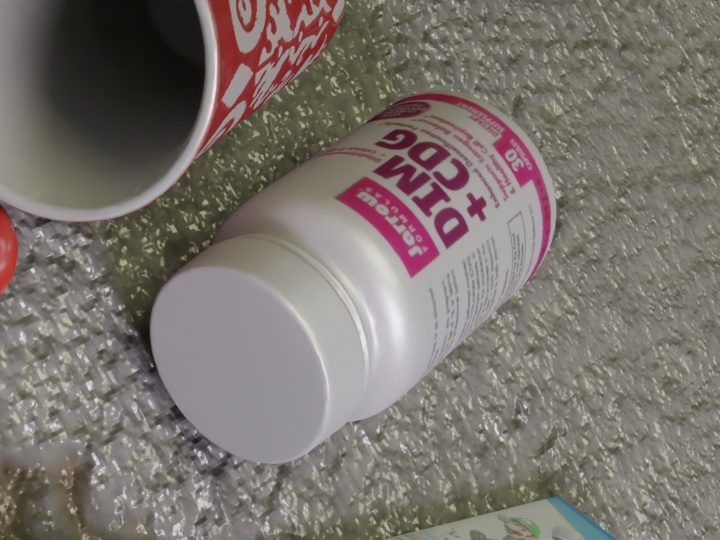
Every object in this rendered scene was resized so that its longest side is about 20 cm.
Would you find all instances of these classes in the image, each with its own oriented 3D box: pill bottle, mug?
[{"bbox_3d":[0.000,0.000,0.766,0.114,0.113,0.200,56,42,-4],"label":"pill bottle"},{"bbox_3d":[-0.101,-0.127,0.709,0.177,0.134,0.200,41,25,2],"label":"mug"}]

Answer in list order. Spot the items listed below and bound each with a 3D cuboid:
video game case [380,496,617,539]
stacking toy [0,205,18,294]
[{"bbox_3d":[0.080,0.163,0.762,0.200,0.018,0.143,-4,31,-46],"label":"video game case"},{"bbox_3d":[-0.215,-0.041,0.615,0.200,0.085,0.086,36,47,-35],"label":"stacking toy"}]
